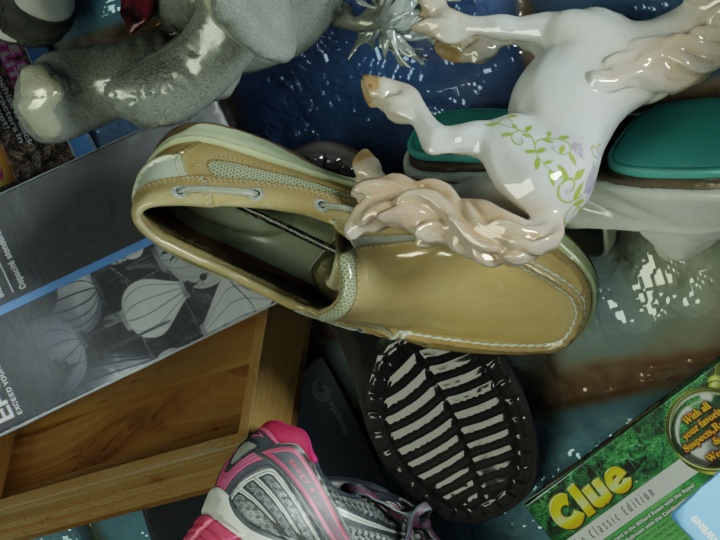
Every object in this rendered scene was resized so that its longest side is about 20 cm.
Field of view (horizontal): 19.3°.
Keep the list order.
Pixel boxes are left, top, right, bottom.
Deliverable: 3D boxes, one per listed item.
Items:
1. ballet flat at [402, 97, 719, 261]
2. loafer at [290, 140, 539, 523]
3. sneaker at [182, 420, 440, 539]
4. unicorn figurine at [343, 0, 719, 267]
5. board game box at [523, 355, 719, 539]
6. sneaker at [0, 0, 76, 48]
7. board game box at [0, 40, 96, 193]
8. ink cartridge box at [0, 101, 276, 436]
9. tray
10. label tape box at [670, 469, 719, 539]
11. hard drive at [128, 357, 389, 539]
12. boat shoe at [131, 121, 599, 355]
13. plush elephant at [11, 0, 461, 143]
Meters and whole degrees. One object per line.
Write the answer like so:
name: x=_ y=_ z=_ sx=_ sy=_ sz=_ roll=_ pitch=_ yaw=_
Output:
ballet flat: x=0.111 y=-0.035 z=0.897 sx=0.199 sy=0.069 sz=0.070 roll=2 pitch=107 yaw=34
loafer: x=0.024 y=0.022 z=0.963 sx=0.073 sy=0.071 sz=0.201 roll=-23 pitch=108 yaw=12
sneaker: x=0.017 y=0.141 z=0.958 sx=0.200 sy=0.075 sz=0.080 roll=34 pitch=167 yaw=-29
unicorn figurine: x=0.079 y=-0.078 z=0.858 sx=0.137 sy=0.074 sz=0.201 roll=14 pitch=69 yaw=23
board game box: x=0.172 y=0.090 z=0.920 sx=0.200 sy=0.023 sz=0.105 roll=-40 pitch=86 yaw=33
sneaker: x=-0.170 y=-0.204 z=0.993 sx=0.080 sy=0.074 sz=0.201 roll=-11 pitch=100 yaw=31
board game box: x=-0.247 y=-0.086 z=1.000 sx=0.096 sy=0.200 sz=0.160 roll=-23 pitch=93 yaw=35
ink cartridge box: x=-0.134 y=0.007 z=0.953 sx=0.199 sy=0.039 sz=0.100 roll=-27 pitch=93 yaw=-8
tray: x=-0.114 y=0.069 z=1.039 sx=0.199 sy=0.099 sz=0.037 roll=-18 pitch=139 yaw=34
label tape box: x=0.243 y=0.077 z=0.825 sx=0.143 sy=0.066 sz=0.200 roll=47 pitch=111 yaw=8
hard drive: x=-0.036 y=0.155 z=1.051 sx=0.134 sy=0.042 sz=0.201 roll=-18 pitch=96 yaw=33
boat shoe: x=0.000 y=0.000 z=0.875 sx=0.199 sy=0.076 sz=0.072 roll=14 pitch=114 yaw=2
plush elephant: x=-0.064 y=-0.152 z=0.889 sx=0.198 sy=0.166 sz=0.155 roll=6 pitch=151 yaw=13
